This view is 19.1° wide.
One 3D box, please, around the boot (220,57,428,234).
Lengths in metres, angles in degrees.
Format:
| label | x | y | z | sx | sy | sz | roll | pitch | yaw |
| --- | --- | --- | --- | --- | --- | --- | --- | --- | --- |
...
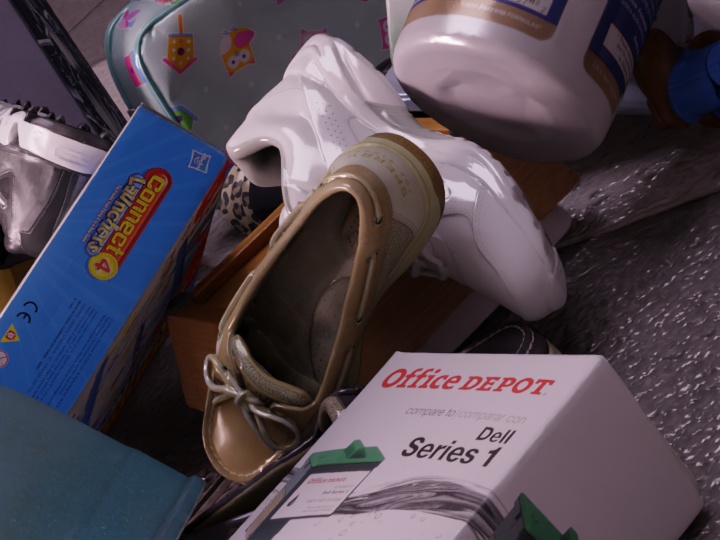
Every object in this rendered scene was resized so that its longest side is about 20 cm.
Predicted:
| label | x | y | z | sx | sy | sz | roll | pitch | yaw |
| --- | --- | --- | --- | --- | --- | --- | --- | --- | --- |
| boot | 0.011 | -0.097 | 1.331 | 0.204 | 0.074 | 0.153 | -47 | 20 | -30 |

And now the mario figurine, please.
| label | x | y | z | sx | sy | sz | roll | pitch | yaw |
| --- | --- | --- | --- | --- | --- | --- | --- | --- | --- |
| mario figurine | 0.228 | -0.140 | 1.035 | 0.199 | 0.106 | 0.124 | -21 | 25 | 39 |

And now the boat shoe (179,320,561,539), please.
| label | x | y | z | sx | sy | sz | roll | pitch | yaw |
| --- | --- | --- | --- | --- | --- | --- | --- | --- | --- |
| boat shoe | 0.004 | 0.084 | 0.964 | 0.200 | 0.065 | 0.072 | -38 | 19 | -8 |

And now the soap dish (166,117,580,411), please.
| label | x | y | z | sx | sy | sz | roll | pitch | yaw |
| --- | --- | --- | --- | --- | --- | --- | --- | --- | --- |
| soap dish | 0.000 | 0.000 | 1.127 | 0.200 | 0.081 | 0.157 | -45 | 22 | -19 |

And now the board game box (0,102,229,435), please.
| label | x | y | z | sx | sy | sz | roll | pitch | yaw |
| --- | --- | --- | --- | --- | --- | --- | --- | --- | --- |
| board game box | -0.150 | 0.043 | 1.127 | 0.201 | 0.056 | 0.196 | -60 | -3 | -24 |

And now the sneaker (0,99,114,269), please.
| label | x | y | z | sx | sy | sz | roll | pitch | yaw |
| --- | --- | --- | --- | --- | --- | --- | --- | --- | --- |
| sneaker | -0.196 | -0.049 | 1.166 | 0.200 | 0.066 | 0.091 | 23 | 94 | 62 |

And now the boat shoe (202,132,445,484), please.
| label | x | y | z | sx | sy | sz | roll | pitch | yaw |
| --- | --- | --- | --- | --- | --- | --- | --- | --- | --- |
| boat shoe | -0.030 | 0.026 | 0.983 | 0.063 | 0.073 | 0.201 | -31 | -21 | -55 |

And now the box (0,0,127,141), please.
| label | x | y | z | sx | sy | sz | roll | pitch | yaw |
| --- | --- | --- | --- | --- | --- | --- | --- | --- | --- |
| box | -0.214 | -0.083 | 1.420 | 0.104 | 0.201 | 0.182 | -33 | 6 | 4 |

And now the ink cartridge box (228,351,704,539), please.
| label | x | y | z | sx | sy | sz | roll | pitch | yaw |
| --- | --- | --- | --- | --- | --- | --- | --- | --- | --- |
| ink cartridge box | 0.016 | 0.125 | 0.830 | 0.200 | 0.085 | 0.146 | -48 | 24 | -26 |

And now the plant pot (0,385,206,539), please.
| label | x | y | z | sx | sy | sz | roll | pitch | yaw |
| --- | --- | --- | --- | --- | --- | --- | --- | --- | --- |
| plant pot | -0.196 | 0.127 | 0.912 | 0.201 | 0.187 | 0.200 | -58 | 3 | 5 |

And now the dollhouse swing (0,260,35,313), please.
| label | x | y | z | sx | sy | sz | roll | pitch | yaw |
| --- | --- | --- | --- | --- | --- | --- | --- | --- | --- |
| dollhouse swing | -0.211 | 0.072 | 1.242 | 0.201 | 0.175 | 0.182 | -64 | 37 | 32 |

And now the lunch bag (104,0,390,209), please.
| label | x | y | z | sx | sy | sz | roll | pitch | yaw |
| --- | --- | --- | --- | --- | --- | --- | --- | --- | --- |
| lunch bag | -0.065 | -0.136 | 1.417 | 0.200 | 0.161 | 0.077 | -38 | 25 | -22 |

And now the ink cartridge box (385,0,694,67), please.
| label | x | y | z | sx | sy | sz | roll | pitch | yaw |
| --- | --- | --- | --- | --- | --- | --- | --- | --- | --- |
| ink cartridge box | 0.090 | -0.212 | 1.139 | 0.160 | 0.202 | 0.050 | -3 | 7 | 14 |

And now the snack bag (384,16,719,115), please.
| label | x | y | z | sx | sy | sz | roll | pitch | yaw |
| --- | --- | --- | --- | --- | --- | --- | --- | --- | --- |
| snack bag | 0.120 | -0.135 | 1.210 | 0.187 | 0.022 | 0.200 | 3 | 35 | 22 |

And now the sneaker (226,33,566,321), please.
| label | x | y | z | sx | sy | sz | roll | pitch | yaw |
| --- | --- | --- | --- | --- | --- | --- | --- | --- | --- |
| sneaker | 0.013 | -0.024 | 1.023 | 0.099 | 0.078 | 0.200 | -43 | 54 | -11 |

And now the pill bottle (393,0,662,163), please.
| label | x | y | z | sx | sy | sz | roll | pitch | yaw |
| --- | --- | --- | --- | --- | --- | --- | --- | --- | --- |
| pill bottle | 0.101 | -0.163 | 1.046 | 0.111 | 0.111 | 0.201 | -4 | 56 | 54 |
